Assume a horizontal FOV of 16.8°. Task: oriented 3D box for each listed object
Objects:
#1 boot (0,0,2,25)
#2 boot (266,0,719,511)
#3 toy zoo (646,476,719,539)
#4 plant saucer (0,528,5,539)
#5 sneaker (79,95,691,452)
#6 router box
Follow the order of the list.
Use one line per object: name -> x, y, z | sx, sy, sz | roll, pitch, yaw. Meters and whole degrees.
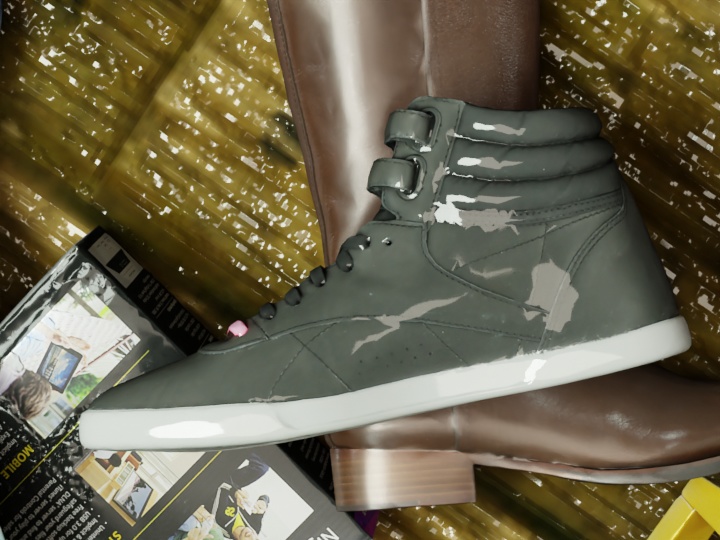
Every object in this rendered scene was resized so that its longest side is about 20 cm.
boot -> -0.179, -0.024, 0.824 | 0.074, 0.097, 0.202 | -2, 81, 30
boot -> 0.066, -0.025, 0.847 | 0.185, 0.064, 0.202 | -5, 87, -10
toy zoo -> 0.119, 0.164, 0.836 | 0.201, 0.020, 0.131 | -56, 46, 14
plant saucer -> -0.210, 0.124, 0.796 | 0.198, 0.036, 0.202 | 1, 83, -8
sneaker -> 0.000, 0.000, 0.786 | 0.198, 0.071, 0.100 | -13, 88, -3
router box -> -0.113, 0.108, 0.883 | 0.149, 0.051, 0.200 | 45, 100, -4
